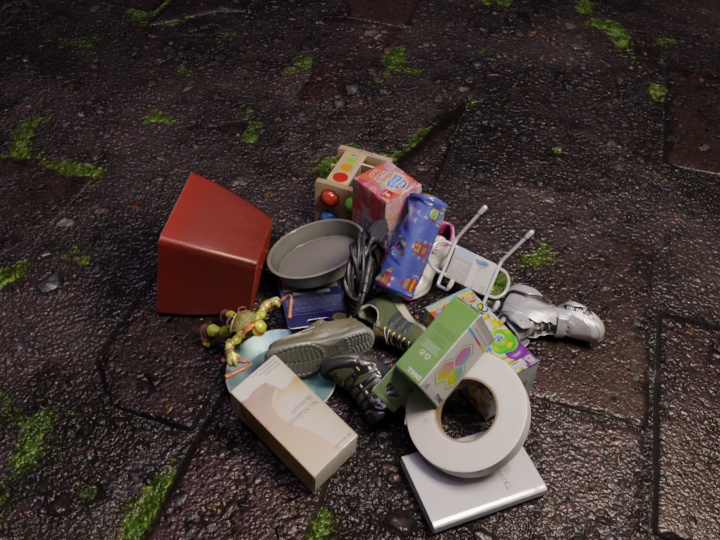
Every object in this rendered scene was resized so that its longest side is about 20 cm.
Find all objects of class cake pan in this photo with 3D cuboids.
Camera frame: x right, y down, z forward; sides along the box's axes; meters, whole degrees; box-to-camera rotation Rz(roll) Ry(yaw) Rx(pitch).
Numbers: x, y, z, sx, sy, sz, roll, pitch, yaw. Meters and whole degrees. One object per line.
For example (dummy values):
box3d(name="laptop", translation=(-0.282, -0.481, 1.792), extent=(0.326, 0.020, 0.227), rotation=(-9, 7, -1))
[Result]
box3d(name="cake pan", translation=(-0.083, -0.032, 1.518), extent=(0.198, 0.037, 0.201), rotation=(-12, 33, 8))

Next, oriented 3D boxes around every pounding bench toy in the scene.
box3d(name="pounding bench toy", translation=(0.016, -0.151, 1.659), extent=(0.198, 0.125, 0.157), rotation=(17, 46, 13))

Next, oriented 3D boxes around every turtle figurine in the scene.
box3d(name="turtle figurine", translation=(-0.218, 0.106, 1.381), extent=(0.160, 0.065, 0.201), rotation=(-5, 41, 46))

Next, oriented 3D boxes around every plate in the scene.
box3d(name="plate", translation=(-0.139, 0.186, 1.381), extent=(0.197, 0.026, 0.202), rotation=(2, 45, -2))

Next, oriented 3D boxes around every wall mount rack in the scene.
box3d(name="wall mount rack", translation=(0.234, -0.023, 1.494), extent=(0.198, 0.175, 0.074), rotation=(24, -1, -23))

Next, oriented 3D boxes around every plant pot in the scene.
box3d(name="plant pot", translation=(-0.270, -0.032, 1.486), extent=(0.174, 0.201, 0.201), rotation=(14, 44, -3))

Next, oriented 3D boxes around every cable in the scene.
box3d(name="cable", translation=(0.000, 0.000, 1.429), extent=(0.050, 0.165, 0.200), rotation=(20, 33, 7))

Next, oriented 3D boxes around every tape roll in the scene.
box3d(name="tape roll", translation=(0.170, 0.227, 1.250), extent=(0.201, 0.037, 0.205), rotation=(-11, 60, 19))

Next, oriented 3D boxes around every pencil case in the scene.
box3d(name="pencil case", translation=(0.094, -0.047, 1.466), extent=(0.077, 0.202, 0.087), rotation=(21, 2, -30))

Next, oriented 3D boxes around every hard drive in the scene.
box3d(name="hard drive", translation=(0.180, 0.330, 1.253), extent=(0.198, 0.026, 0.133), rotation=(-13, 47, -16))

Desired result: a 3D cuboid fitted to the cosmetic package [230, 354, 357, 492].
box3d(name="cosmetic package", translation=(-0.108, 0.245, 1.262), extent=(0.199, 0.071, 0.105), rotation=(39, 61, 20))

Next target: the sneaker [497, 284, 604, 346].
box3d(name="sneaker", translation=(0.346, 0.106, 1.459), extent=(0.198, 0.076, 0.115), rotation=(23, 48, 26))

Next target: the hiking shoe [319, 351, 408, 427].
box3d(name="hiking shoe", translation=(0.018, 0.208, 1.322), extent=(0.198, 0.076, 0.101), rotation=(19, 49, 3))

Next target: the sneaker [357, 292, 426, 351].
box3d(name="sneaker", translation=(0.064, 0.118, 1.433), extent=(0.089, 0.068, 0.200), rotation=(-15, 40, -21))

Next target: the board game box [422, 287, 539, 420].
box3d(name="board game box", translation=(0.206, 0.145, 1.387), extent=(0.102, 0.106, 0.200), rotation=(-22, 49, -23))

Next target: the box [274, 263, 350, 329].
box3d(name="box", translation=(-0.095, 0.052, 1.497), extent=(0.120, 0.033, 0.201), rotation=(-6, 36, -10))

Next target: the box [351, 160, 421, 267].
box3d(name="box", translation=(0.047, -0.099, 1.554), extent=(0.094, 0.201, 0.102), rotation=(-30, 53, -30))

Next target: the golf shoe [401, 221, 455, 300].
box3d(name="golf shoe", translation=(0.129, -0.023, 1.563), extent=(0.075, 0.092, 0.200), rotation=(25, 50, 19))

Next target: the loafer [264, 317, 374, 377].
box3d(name="loafer", translation=(-0.076, 0.131, 1.381), extent=(0.198, 0.076, 0.070), rotation=(-10, 33, -18))

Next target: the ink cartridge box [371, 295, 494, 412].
box3d(name="ink cartridge box", translation=(0.118, 0.148, 1.230), extent=(0.200, 0.104, 0.059), rotation=(-48, 55, -6))
